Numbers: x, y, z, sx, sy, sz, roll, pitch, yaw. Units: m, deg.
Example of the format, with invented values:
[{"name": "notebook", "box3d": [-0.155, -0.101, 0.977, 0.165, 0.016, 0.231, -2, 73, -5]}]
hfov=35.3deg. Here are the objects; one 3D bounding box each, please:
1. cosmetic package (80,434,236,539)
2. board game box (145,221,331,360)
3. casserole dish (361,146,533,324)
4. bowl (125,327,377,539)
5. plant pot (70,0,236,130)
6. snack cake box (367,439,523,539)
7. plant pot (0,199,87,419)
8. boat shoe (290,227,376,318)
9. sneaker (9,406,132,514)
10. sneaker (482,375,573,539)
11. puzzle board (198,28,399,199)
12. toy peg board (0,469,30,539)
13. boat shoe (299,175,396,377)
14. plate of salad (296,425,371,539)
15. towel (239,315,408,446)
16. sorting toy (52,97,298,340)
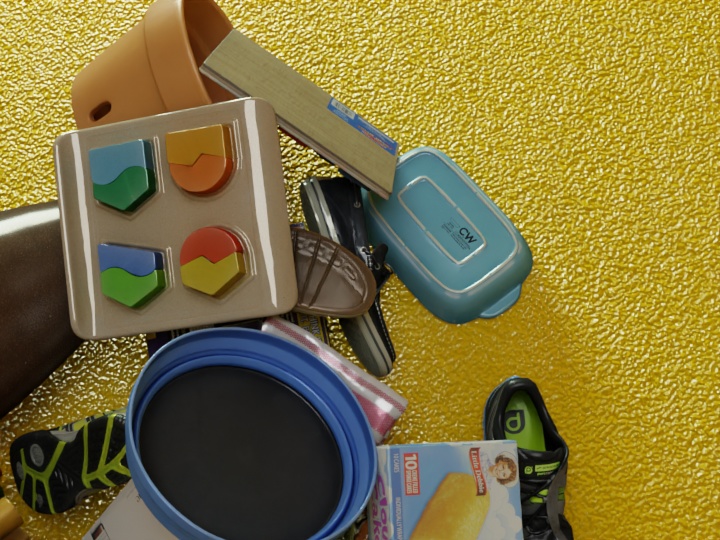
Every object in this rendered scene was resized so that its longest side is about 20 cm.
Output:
[{"name": "cosmetic package", "box3d": [-0.175, 0.226, 0.918, 0.083, 0.051, 0.200, 51, 118, 20]}, {"name": "board game box", "box3d": [-0.111, 0.068, 1.043, 0.165, 0.057, 0.201, -10, 66, -3]}, {"name": "casserole dish", "box3d": [0.078, -0.041, 1.086, 0.121, 0.039, 0.200, -36, 70, -11]}, {"name": "bowl", "box3d": [-0.086, 0.135, 0.875, 0.200, 0.039, 0.201, 16, 45, -16]}, {"name": "plant pot", "box3d": [-0.180, -0.153, 1.083, 0.140, 0.200, 0.201, -21, 65, 14]}, {"name": "snack cake box", "box3d": [0.069, 0.239, 0.907, 0.115, 0.067, 0.201, 0, 80, -17]}, {"name": "plant pot", "box3d": [-0.312, 0.021, 1.026, 0.200, 0.187, 0.187, -33, 67, -25]}, {"name": "boat shoe", "box3d": [-0.081, 0.001, 1.005, 0.199, 0.065, 0.071, 17, 67, 10]}, {"name": "sneaker", "box3d": [-0.228, 0.161, 0.977, 0.200, 0.076, 0.076, -15, 89, 38]}, {"name": "sneaker", "box3d": [0.141, 0.184, 0.957, 0.070, 0.083, 0.200, -6, 67, -3]}, {"name": "puzzle board", "box3d": [-0.051, -0.146, 1.052, 0.200, 0.151, 0.017, 34, 112, -10]}, {"name": "toy peg board", "box3d": [-0.308, 0.221, 0.923, 0.199, 0.200, 0.098, 41, 60, 19]}, {"name": "boat shoe", "box3d": [0.000, 0.000, 1.049, 0.062, 0.075, 0.201, -15, 74, -14]}, {"name": "plate of salad", "box3d": [-0.051, 0.229, 0.934, 0.199, 0.048, 0.201, 0, 93, -5]}, {"name": "towel", "box3d": [-0.068, 0.156, 0.965, 0.146, 0.030, 0.200, 32, 90, -3]}, {"name": "sorting toy", "box3d": [-0.161, -0.043, 0.961, 0.199, 0.036, 0.186, -8, 85, 10]}]
